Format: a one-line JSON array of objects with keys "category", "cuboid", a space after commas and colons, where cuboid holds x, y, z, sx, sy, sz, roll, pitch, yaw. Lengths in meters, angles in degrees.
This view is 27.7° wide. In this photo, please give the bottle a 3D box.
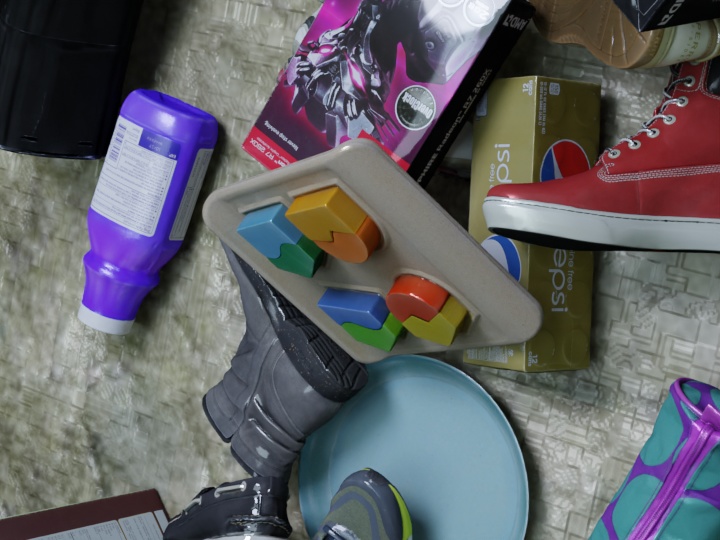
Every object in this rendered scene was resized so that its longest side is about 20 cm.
[{"category": "bottle", "cuboid": [-0.184, -0.046, 1.214, 0.083, 0.065, 0.201, 26, 104, 26]}]

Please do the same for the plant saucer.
[{"category": "plant saucer", "cuboid": [0.041, 0.162, 1.095, 0.199, 0.027, 0.201, 0, 91, 33]}]

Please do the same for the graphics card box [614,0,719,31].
[{"category": "graphics card box", "cuboid": [0.202, -0.213, 0.881, 0.126, 0.200, 0.051, 54, 134, 19]}]

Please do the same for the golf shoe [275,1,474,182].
[{"category": "golf shoe", "cuboid": [0.025, -0.135, 1.077, 0.200, 0.073, 0.092, 34, 106, 28]}]

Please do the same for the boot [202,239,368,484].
[{"category": "boot", "cuboid": [-0.087, 0.060, 1.141, 0.132, 0.070, 0.200, -50, 51, 27]}]

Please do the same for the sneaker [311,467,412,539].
[{"category": "sneaker", "cuboid": [-0.026, 0.236, 1.074, 0.074, 0.081, 0.201, 32, 110, 28]}]

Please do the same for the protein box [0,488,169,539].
[{"category": "protein box", "cuboid": [-0.268, 0.293, 1.190, 0.198, 0.200, 0.135, -36, 71, 27]}]

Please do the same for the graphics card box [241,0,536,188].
[{"category": "graphics card box", "cuboid": [0.017, -0.131, 1.010, 0.125, 0.051, 0.200, 40, 107, 22]}]

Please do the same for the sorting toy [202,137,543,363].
[{"category": "sorting toy", "cuboid": [0.000, 0.000, 0.984, 0.200, 0.185, 0.037, -16, 36, 54]}]

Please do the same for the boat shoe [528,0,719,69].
[{"category": "boat shoe", "cuboid": [0.168, -0.175, 0.963, 0.200, 0.062, 0.074, -119, 38, -57]}]

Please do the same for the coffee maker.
[{"category": "coffee maker", "cuboid": [-0.249, -0.195, 1.185, 0.134, 0.192, 0.201, 13, 114, -9]}]

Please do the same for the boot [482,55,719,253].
[{"category": "boot", "cuboid": [0.177, -0.084, 0.942, 0.199, 0.072, 0.145, 1, 89, -6]}]

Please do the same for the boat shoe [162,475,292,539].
[{"category": "boat shoe", "cuboid": [-0.106, 0.195, 1.135, 0.200, 0.074, 0.061, 151, 127, -65]}]

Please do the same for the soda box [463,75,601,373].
[{"category": "soda box", "cuboid": [0.119, -0.032, 1.012, 0.064, 0.068, 0.201, 6, 94, 51]}]

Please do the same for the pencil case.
[{"category": "pencil case", "cuboid": [0.197, 0.170, 0.957, 0.085, 0.092, 0.201, 35, 107, 28]}]

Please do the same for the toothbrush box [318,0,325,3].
[{"category": "toothbrush box", "cuboid": [-0.041, -0.318, 1.055, 0.086, 0.145, 0.201, -15, 70, 31]}]
